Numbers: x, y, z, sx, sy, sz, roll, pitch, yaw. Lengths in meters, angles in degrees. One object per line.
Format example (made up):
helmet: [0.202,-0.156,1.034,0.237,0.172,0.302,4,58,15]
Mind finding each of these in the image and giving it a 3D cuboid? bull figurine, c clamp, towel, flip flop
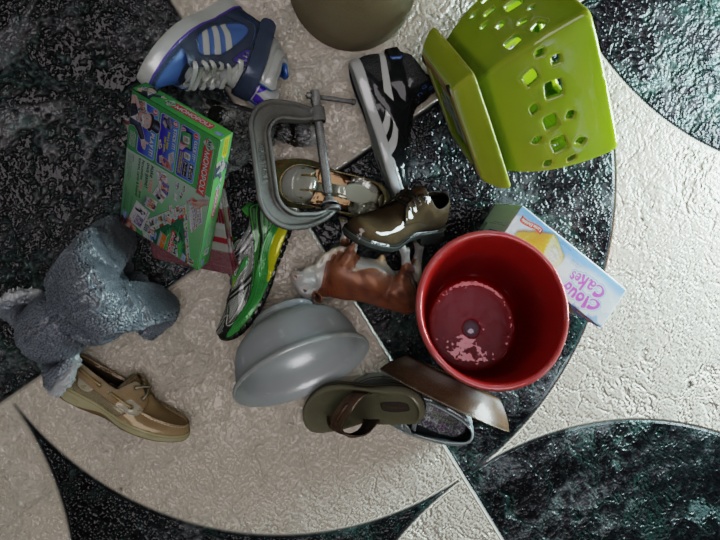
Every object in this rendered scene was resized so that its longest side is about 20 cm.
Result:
bull figurine: [0.000,0.000,1.062,0.195,0.065,0.124,13,110,-12]
c clamp: [-0.068,-0.150,0.982,0.167,0.027,0.206,5,75,-32]
towel: [-0.234,-0.097,0.981,0.141,0.023,0.204,11,123,23]
flip flop: [-0.001,0.204,1.054,0.196,0.058,0.082,-7,121,28]

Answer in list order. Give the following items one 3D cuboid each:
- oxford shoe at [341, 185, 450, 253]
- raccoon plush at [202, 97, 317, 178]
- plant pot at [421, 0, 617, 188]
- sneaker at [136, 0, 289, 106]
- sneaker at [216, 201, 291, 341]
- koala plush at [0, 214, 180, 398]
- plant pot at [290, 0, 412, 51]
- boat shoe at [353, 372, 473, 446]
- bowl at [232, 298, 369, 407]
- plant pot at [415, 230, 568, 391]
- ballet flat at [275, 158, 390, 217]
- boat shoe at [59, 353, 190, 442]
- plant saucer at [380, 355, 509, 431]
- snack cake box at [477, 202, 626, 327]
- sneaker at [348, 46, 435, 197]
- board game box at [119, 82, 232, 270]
oxford shoe: [0.051,-0.078,1.006,0.072,0.198,0.086,36,123,29]
raccoon plush: [-0.155,-0.148,1.014,0.195,0.097,0.137,13,104,-7]
plant pot: [0.196,-0.240,0.967,0.178,0.201,0.202,-25,127,4]
sneaker: [-0.173,-0.255,0.962,0.146,0.080,0.201,44,51,-6]
sneaker: [-0.161,0.001,1.049,0.083,0.078,0.204,20,87,-3]
koala plush: [-0.377,0.053,0.979,0.198,0.184,0.180,-32,94,11]
plant pot: [0.000,-0.388,0.941,0.182,0.200,0.193,-1,99,-7]
boat shoe: [0.079,0.208,1.102,0.196,0.072,0.072,19,97,-8]
bowl: [-0.093,0.102,1.029,0.197,0.202,0.092,-23,66,-3]
plant pot: [0.162,0.066,1.007,0.195,0.178,0.206,0,79,-2]
ballet flat: [-0.050,-0.115,1.043,0.195,0.071,0.073,11,97,-8]
boat shoe: [-0.326,0.180,1.049,0.196,0.071,0.066,25,96,-9]
plant saucer: [0.122,0.164,1.039,0.197,0.200,0.037,25,86,-10]
snack cake box: [0.269,-0.011,1.072,0.198,0.115,0.068,36,90,-10]
sneaker: [0.064,-0.210,1.039,0.109,0.073,0.204,-20,100,-4]
board game box: [-0.237,-0.113,0.939,0.133,0.029,0.203,29,128,11]
